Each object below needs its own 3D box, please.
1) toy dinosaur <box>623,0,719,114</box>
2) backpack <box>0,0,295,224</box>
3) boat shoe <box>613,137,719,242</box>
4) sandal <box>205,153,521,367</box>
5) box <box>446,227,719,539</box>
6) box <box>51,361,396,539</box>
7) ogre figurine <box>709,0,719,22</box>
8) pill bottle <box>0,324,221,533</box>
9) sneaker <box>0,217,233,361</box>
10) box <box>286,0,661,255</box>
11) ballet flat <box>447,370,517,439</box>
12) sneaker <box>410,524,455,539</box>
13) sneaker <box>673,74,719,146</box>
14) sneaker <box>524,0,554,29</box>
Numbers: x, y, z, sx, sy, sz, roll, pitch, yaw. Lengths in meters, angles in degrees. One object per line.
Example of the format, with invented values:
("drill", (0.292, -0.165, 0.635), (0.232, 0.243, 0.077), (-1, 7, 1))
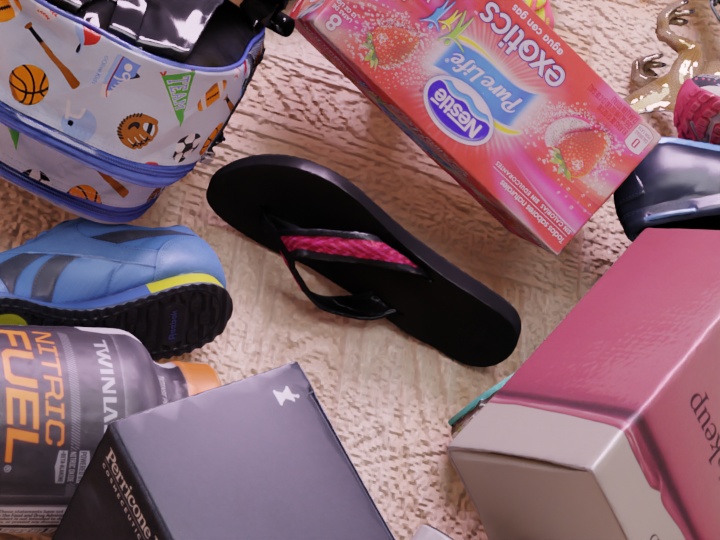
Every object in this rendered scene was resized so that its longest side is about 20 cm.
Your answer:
("toy dinosaur", (0.207, -0.119, 1.525), (0.199, 0.058, 0.101), (-8, 42, -8))
("backpack", (-0.150, -0.117, 1.304), (0.199, 0.155, 0.191), (21, 11, -2))
("boat shoe", (0.247, -0.027, 1.438), (0.199, 0.084, 0.069), (3, 57, 1))
("sandal", (0.000, 0.000, 1.363), (0.199, 0.075, 0.045), (32, 50, -3))
("box", (0.163, 0.086, 1.302), (0.200, 0.109, 0.128), (-46, 121, -31))
("box", (-0.067, 0.166, 1.137), (0.107, 0.200, 0.149), (-16, 64, -31))
("ogre figurine", (0.291, -0.232, 1.634), (0.199, 0.098, 0.120), (-26, 81, -23))
("pill bottle", (-0.170, 0.080, 1.214), (0.199, 0.106, 0.107), (2, 56, -22))
("sneaker", (-0.170, 0.011, 1.295), (0.199, 0.066, 0.079), (-7, 45, -26))
("box", (0.063, -0.113, 1.397), (0.200, 0.103, 0.095), (43, 88, -14))
("ballet flat", (0.134, 0.056, 1.383), (0.200, 0.076, 0.064), (-37, 85, -35))
("sneaker", (0.090, 0.223, 1.263), (0.200, 0.073, 0.085), (36, 81, -4))
("sneaker", (0.285, -0.087, 1.479), (0.199, 0.081, 0.075), (12, 63, -16))
("sneaker", (0.078, -0.169, 1.511), (0.090, 0.078, 0.200), (36, 51, 1))
